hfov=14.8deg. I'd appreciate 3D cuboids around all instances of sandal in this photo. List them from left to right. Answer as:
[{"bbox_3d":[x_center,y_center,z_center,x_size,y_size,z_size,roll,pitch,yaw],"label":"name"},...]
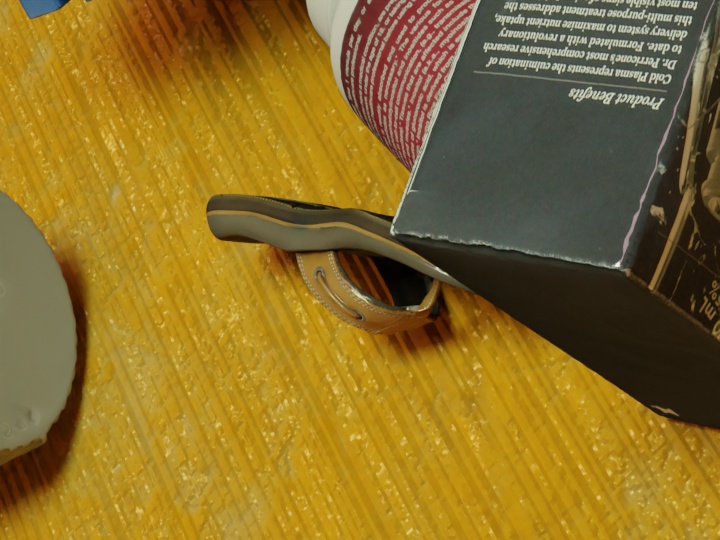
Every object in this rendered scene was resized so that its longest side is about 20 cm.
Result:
[{"bbox_3d":[0.000,0.000,1.270,0.199,0.082,0.055,11,91,43],"label":"sandal"}]

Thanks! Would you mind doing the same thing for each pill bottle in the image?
[{"bbox_3d":[0.057,-0.088,1.239,0.113,0.113,0.200,-50,44,8],"label":"pill bottle"}]

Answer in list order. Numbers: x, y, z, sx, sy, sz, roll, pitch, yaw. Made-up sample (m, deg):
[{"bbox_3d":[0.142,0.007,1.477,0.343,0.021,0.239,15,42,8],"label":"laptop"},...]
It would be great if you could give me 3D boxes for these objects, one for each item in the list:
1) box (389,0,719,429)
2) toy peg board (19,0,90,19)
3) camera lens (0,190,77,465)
[{"bbox_3d":[0.141,-0.057,1.081,0.124,0.200,0.197,11,75,44],"label":"box"},{"bbox_3d":[-0.078,-0.188,1.378,0.199,0.098,0.199,-14,24,36],"label":"toy peg board"},{"bbox_3d":[-0.265,0.045,1.421,0.199,0.160,0.161,-19,56,34],"label":"camera lens"}]
